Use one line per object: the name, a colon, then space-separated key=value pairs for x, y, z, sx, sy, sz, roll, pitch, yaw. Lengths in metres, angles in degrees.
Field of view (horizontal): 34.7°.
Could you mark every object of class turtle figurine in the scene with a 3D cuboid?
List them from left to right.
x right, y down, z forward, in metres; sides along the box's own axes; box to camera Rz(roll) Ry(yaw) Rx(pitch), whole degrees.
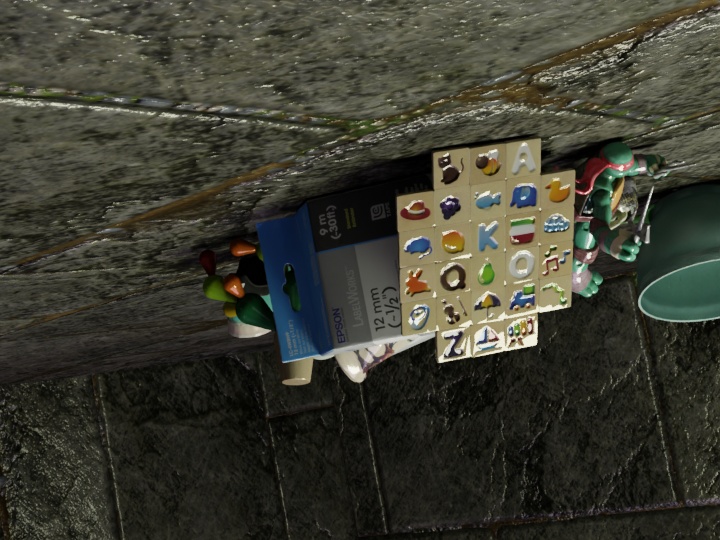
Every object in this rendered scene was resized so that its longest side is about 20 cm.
turtle figurine: x=0.247 y=-0.068 z=1.134 sx=0.150 sy=0.100 sz=0.201 roll=-53 pitch=169 yaw=-30

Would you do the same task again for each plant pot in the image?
plant pot: x=0.465 y=-0.032 z=1.567 sx=0.197 sy=0.136 sz=0.201 roll=-4 pitch=154 yaw=-2

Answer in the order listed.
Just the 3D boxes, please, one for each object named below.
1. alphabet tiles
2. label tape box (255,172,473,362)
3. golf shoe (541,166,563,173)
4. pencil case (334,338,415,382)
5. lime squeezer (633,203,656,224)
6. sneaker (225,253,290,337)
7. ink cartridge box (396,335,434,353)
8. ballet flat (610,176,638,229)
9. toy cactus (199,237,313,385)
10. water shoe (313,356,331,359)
alphabet tiles: x=0.111 y=-0.016 z=1.015 sx=0.164 sy=0.202 sz=0.006 roll=-9 pitch=-154 yaw=-13
label tape box: x=0.000 y=0.000 z=1.094 sx=0.197 sy=0.145 sz=0.066 roll=-12 pitch=175 yaw=9
golf shoe: x=0.151 y=-0.062 z=1.153 sx=0.091 sy=0.073 sz=0.200 roll=14 pitch=164 yaw=9
pencil case: x=0.051 y=0.032 z=1.166 sx=0.199 sy=0.078 sz=0.089 roll=-36 pitch=143 yaw=12
lime squeezer: x=0.448 y=-0.089 z=1.672 sx=0.198 sy=0.038 sz=0.071 roll=-14 pitch=-155 yaw=17
sneaker: x=-0.098 y=0.006 z=1.371 sx=0.070 sy=0.081 sz=0.200 roll=3 pitch=-158 yaw=21
ink cartridge box: x=0.063 y=0.020 z=1.519 sx=0.161 sy=0.058 sz=0.200 roll=-23 pitch=-143 yaw=-11
ballet flat: x=0.231 y=-0.066 z=1.268 sx=0.198 sy=0.073 sz=0.072 roll=-7 pitch=173 yaw=-30
toy cactus: x=-0.075 y=0.041 z=1.246 sx=0.197 sy=0.167 sz=0.102 roll=0 pitch=163 yaw=-7
water shoe: x=-0.013 y=0.051 z=1.400 sx=0.071 sy=0.080 sz=0.201 roll=2 pitch=-140 yaw=19
